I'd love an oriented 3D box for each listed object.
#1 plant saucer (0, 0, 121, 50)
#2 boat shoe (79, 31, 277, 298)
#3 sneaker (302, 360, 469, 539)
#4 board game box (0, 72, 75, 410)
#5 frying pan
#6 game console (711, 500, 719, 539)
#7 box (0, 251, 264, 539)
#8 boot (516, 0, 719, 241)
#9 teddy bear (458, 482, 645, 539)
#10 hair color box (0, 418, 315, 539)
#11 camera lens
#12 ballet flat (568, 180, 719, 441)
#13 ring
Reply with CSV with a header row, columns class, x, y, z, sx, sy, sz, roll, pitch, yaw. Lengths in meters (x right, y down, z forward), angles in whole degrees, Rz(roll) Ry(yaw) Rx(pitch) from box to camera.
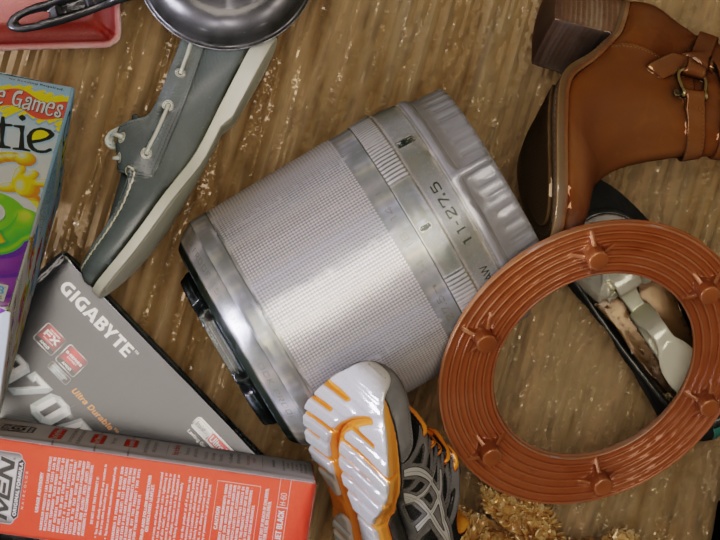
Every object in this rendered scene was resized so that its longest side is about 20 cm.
class,x,y,z,sx,sy,sz,roll,pitch,yaw
plant saucer,-0.253,-0.237,1.706,0.199,0.037,0.200,-2,92,-2
boat shoe,-0.127,-0.076,1.696,0.062,0.073,0.200,32,80,2
sneaker,0.021,0.116,1.619,0.077,0.200,0.078,-33,55,-20
board game box,-0.244,-0.020,1.623,0.103,0.200,0.105,12,133,-3
frying pan,-0.121,-0.198,1.683,0.190,0.031,0.115,6,78,-3
game console,0.296,0.133,1.659,0.116,0.200,0.176,10,91,-2
box,-0.176,0.113,1.713,0.159,0.046,0.200,-43,93,-1
boot,0.182,-0.087,1.675,0.154,0.074,0.200,16,55,-10
teddy bear,0.086,0.197,1.718,0.200,0.067,0.145,30,92,-3
hair color box,-0.130,0.136,1.643,0.199,0.102,0.061,9,92,-2
camera lens,0.000,0.000,1.662,0.200,0.160,0.160,-31,93,-2
ballet flat,0.181,0.019,1.717,0.068,0.068,0.200,-35,93,-1
ring,0.144,0.061,1.641,0.200,0.019,0.201,-8,122,-13
